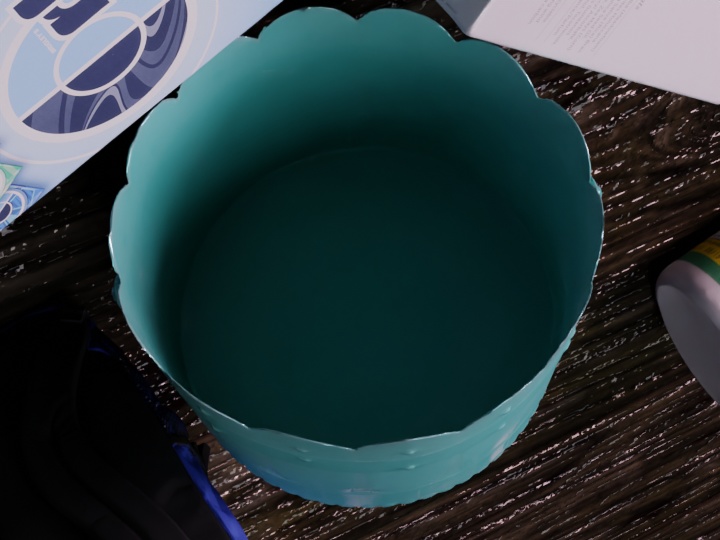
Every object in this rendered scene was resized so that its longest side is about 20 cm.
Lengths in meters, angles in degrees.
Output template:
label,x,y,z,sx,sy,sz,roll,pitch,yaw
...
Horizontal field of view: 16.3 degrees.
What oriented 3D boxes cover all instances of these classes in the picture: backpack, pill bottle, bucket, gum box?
label,x,y,z,sx,sy,sz,roll,pitch,yaw
backpack,-0.122,0.144,1.134,0.162,0.200,0.168,-37,148,-6
pill bottle,0.280,-0.005,1.451,0.200,0.113,0.113,-33,147,-10
bucket,0.000,0.000,1.077,0.207,0.207,0.135,-34,163,-10
gum box,-0.125,-0.112,0.963,0.200,0.045,0.170,-39,148,-1

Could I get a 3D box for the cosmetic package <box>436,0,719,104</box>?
label,x,y,z,sx,sy,sz,roll,pitch,yaw
cosmetic package,0.097,-0.143,1.104,0.200,0.101,0.071,9,125,-49
